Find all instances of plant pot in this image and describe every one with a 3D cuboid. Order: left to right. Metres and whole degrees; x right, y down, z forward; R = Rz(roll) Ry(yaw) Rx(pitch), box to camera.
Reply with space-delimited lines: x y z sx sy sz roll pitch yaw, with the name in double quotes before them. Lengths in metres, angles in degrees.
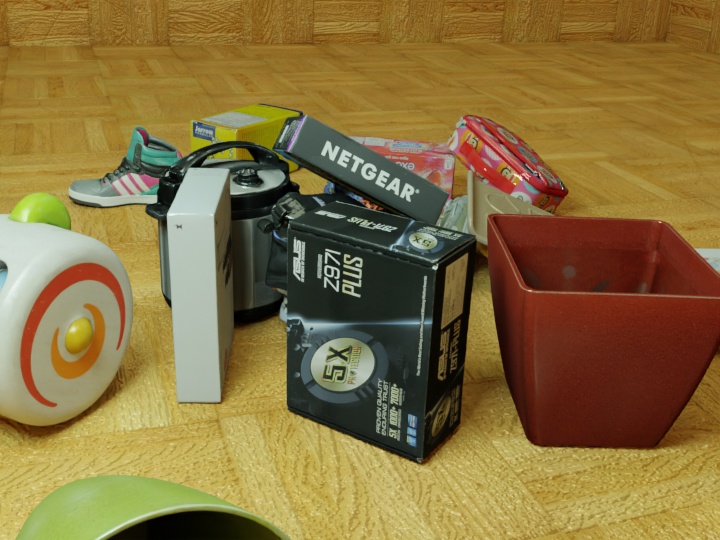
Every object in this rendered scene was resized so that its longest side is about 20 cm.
"plant pot" -0.146 0.206 0.547 0.184 0.192 0.199 -11 11 -30
"plant pot" 0.228 0.064 0.890 0.195 0.180 0.201 2 22 -3

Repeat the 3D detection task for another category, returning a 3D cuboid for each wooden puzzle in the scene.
"wooden puzzle" 0.227 -0.046 1.252 0.197 0.047 0.186 28 29 -8

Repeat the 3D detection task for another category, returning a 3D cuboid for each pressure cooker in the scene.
"pressure cooker" -0.163 -0.058 1.100 0.174 0.204 0.176 4 23 5

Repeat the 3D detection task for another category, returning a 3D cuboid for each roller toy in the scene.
"roller toy" -0.312 0.050 0.855 0.137 0.203 0.183 14 38 24

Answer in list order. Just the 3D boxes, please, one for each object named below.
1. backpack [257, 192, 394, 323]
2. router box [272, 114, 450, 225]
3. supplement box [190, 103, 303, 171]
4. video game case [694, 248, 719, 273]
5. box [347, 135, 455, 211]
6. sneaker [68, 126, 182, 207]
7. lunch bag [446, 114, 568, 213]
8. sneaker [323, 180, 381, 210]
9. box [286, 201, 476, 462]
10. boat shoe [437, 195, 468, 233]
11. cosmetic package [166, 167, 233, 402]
"backpack" 0.000 0.000 1.047 0.197 0.157 0.190 24 29 21
"router box" -0.004 -0.122 1.084 0.197 0.052 0.149 26 2 -15
"supplement box" -0.203 -0.226 1.612 0.107 0.112 0.199 16 25 29
"video game case" 0.394 0.025 1.145 0.178 0.023 0.201 1 30 14
"box" 0.062 -0.166 1.519 0.195 0.097 0.103 5 23 4
"sneaker" -0.374 -0.170 1.442 0.195 0.123 0.084 -3 23 -12
"lunch bag" 0.233 -0.169 1.460 0.200 0.082 0.175 48 25 25
"sneaker" 0.008 -0.091 1.356 0.197 0.080 0.075 20 28 35
"box" 0.016 0.054 0.854 0.161 0.204 0.086 16 26 29
"boat shoe" 0.135 -0.057 1.304 0.063 0.076 0.203 9 30 3
"cosmetic package" -0.164 0.012 0.934 0.050 0.204 0.151 1 23 -1
